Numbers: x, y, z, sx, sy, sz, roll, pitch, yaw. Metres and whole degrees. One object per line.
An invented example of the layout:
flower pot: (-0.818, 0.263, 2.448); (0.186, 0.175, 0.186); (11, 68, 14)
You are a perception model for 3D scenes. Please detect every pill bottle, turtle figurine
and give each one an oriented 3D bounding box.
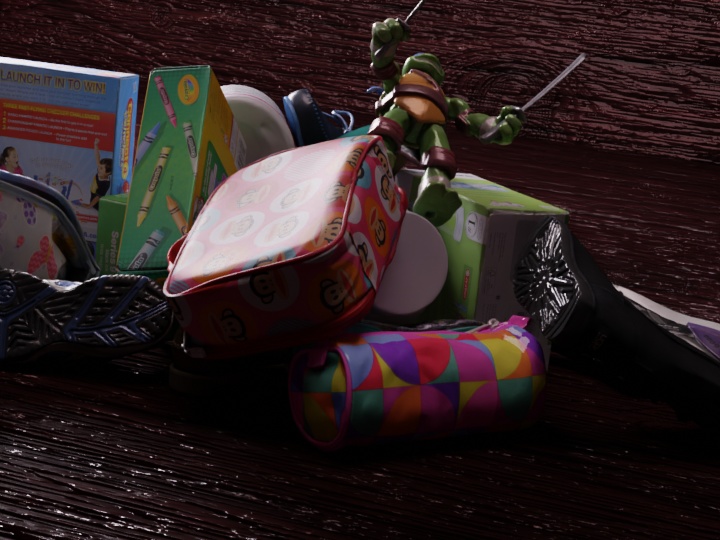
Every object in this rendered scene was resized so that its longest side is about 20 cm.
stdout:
pill bottle: (-0.123, -0.123, 1.497); (0.112, 0.115, 0.200); (5, 11, -6)
turtle figurine: (0.069, -0.150, 1.309); (0.198, 0.144, 0.195); (-14, 41, 29)
pill bottle: (0.000, 0.000, 1.288); (0.111, 0.114, 0.200); (2, -3, -19)

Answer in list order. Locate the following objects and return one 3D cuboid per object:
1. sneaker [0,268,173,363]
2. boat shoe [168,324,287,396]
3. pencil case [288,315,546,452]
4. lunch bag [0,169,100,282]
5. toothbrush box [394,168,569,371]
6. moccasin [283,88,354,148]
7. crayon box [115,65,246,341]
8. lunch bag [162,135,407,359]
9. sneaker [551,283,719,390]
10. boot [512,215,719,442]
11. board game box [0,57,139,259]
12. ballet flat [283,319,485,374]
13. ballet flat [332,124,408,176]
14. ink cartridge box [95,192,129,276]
sneaker: (-0.243, 0.044, 1.202); (0.197, 0.077, 0.077); (4, -16, 4)
boat shoe: (-0.089, 0.047, 1.229); (0.071, 0.069, 0.200); (9, 11, 15)
pencil case: (0.045, 0.081, 1.106); (0.198, 0.090, 0.088); (-4, 15, -38)
lunch bag: (-0.346, -0.033, 1.330); (0.168, 0.129, 0.200); (14, -7, 30)
toothbrush box: (0.097, -0.003, 1.381); (0.085, 0.148, 0.200); (2, 11, -24)
moccasin: (-0.024, -0.117, 1.509); (0.067, 0.081, 0.200); (-20, -31, 3)
crayon box: (-0.148, -0.057, 1.290); (0.057, 0.202, 0.119); (-2, -31, 12)
lunch bag: (-0.065, -0.019, 1.125); (0.174, 0.083, 0.201); (-13, 28, 21)
sneaker: (0.234, 0.064, 1.325); (0.198, 0.077, 0.087); (12, 19, 26)
boot: (0.221, 0.051, 1.182); (0.199, 0.066, 0.165); (27, 24, -17)
board game box: (-0.331, -0.110, 1.544); (0.197, 0.198, 0.056); (9, 11, 12)
ballet flat: (0.019, 0.075, 1.198); (0.198, 0.073, 0.072); (0, 13, -30)
ballet flat: (-0.025, -0.086, 1.410); (0.198, 0.064, 0.068); (-20, 35, -31)
ink cartridge box: (-0.140, -0.024, 1.505); (0.198, 0.085, 0.146); (12, 12, 25)
